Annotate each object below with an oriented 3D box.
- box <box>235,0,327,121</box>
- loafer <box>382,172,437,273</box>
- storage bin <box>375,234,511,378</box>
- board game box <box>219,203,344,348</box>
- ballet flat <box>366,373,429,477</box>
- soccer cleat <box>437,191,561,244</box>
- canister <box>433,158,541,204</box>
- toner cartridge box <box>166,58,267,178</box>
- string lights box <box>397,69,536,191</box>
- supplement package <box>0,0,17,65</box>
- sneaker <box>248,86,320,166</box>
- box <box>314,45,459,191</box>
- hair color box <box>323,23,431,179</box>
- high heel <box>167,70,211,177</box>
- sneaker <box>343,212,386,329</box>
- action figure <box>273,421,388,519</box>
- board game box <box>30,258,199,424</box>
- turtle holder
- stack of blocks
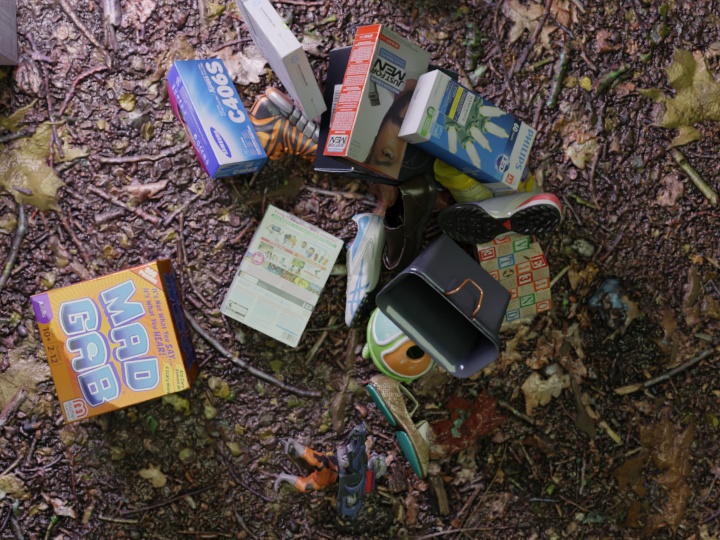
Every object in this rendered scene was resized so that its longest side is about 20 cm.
[{"bbox_3d":[-0.133,-0.358,1.411,0.041,0.156,0.201,-31,60,-3],"label":"box"},{"bbox_3d":[0.065,-0.079,1.453,0.070,0.074,0.202,-4,134,-22],"label":"loafer"},{"bbox_3d":[0.148,0.042,1.401,0.199,0.145,0.135,40,49,-6],"label":"storage bin"},{"bbox_3d":[-0.135,0.008,1.518,0.146,0.064,0.203,26,91,-8],"label":"board game box"},{"bbox_3d":[0.084,0.267,1.555,0.065,0.070,0.202,-31,99,-18],"label":"ballet flat"},{"bbox_3d":[0.222,-0.090,1.412,0.196,0.074,0.069,-5,118,17],"label":"soccer cleat"},{"bbox_3d":[0.223,-0.146,1.489,0.149,0.086,0.201,-53,130,-17],"label":"canister"},{"bbox_3d":[-0.237,-0.253,1.451,0.094,0.043,0.202,-15,72,-38],"label":"toner cartridge box"},{"bbox_3d":[0.164,-0.209,1.345,0.198,0.059,0.104,25,81,-25],"label":"string lights box"},{"bbox_3d":[-0.657,-0.408,1.370,0.187,0.200,0.150,-3,93,-7],"label":"supplement package"},{"bbox_3d":[-0.112,-0.210,1.512,0.199,0.078,0.112,39,103,-12],"label":"sneaker"},{"bbox_3d":[0.044,-0.247,1.458,0.194,0.123,0.204,7,92,-36],"label":"box"},{"bbox_3d":[0.027,-0.252,1.331,0.110,0.063,0.204,18,87,-38],"label":"hair color box"},{"bbox_3d":[-0.273,-0.247,1.473,0.066,0.096,0.203,-20,95,-5],"label":"high heel"},{"bbox_3d":[0.000,0.000,1.537,0.071,0.072,0.204,14,97,23],"label":"sneaker"},{"bbox_3d":[-0.041,0.321,1.526,0.190,0.105,0.203,9,116,-12],"label":"action figure"},{"bbox_3d":[-0.386,0.105,1.425,0.196,0.200,0.204,-15,94,-5],"label":"board game box"},{"bbox_3d":[0.097,0.094,1.504,0.141,0.132,0.185,47,59,0],"label":"turtle holder"},{"bbox_3d":[0.257,-0.003,1.498,0.113,0.059,0.202,-16,137,2],"label":"stack of blocks"}]
